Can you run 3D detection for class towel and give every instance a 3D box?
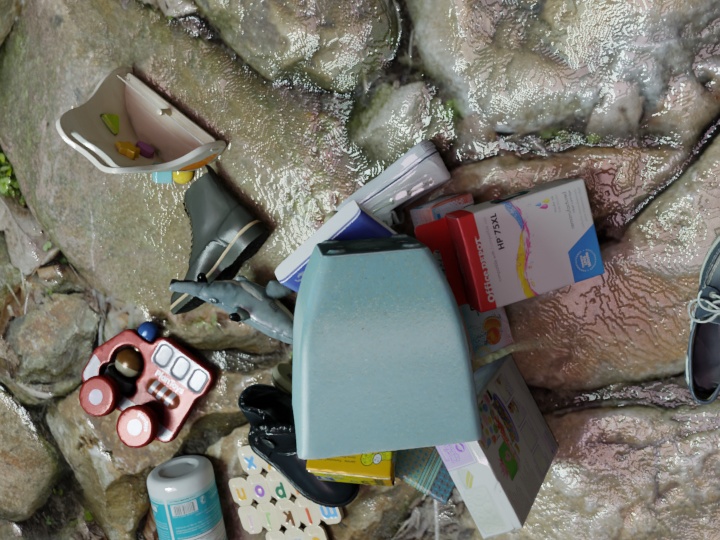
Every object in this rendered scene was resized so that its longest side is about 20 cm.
[{"bbox_3d":[0.063,0.207,1.111,0.198,0.022,0.148,27,76,14],"label":"towel"}]

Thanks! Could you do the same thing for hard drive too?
[{"bbox_3d":[0.000,0.000,1.020,0.132,0.199,0.026,-40,54,13],"label":"hard drive"}]

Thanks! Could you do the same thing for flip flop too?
[{"bbox_3d":[-0.042,0.183,1.178,0.198,0.081,0.058,31,102,20],"label":"flip flop"}]

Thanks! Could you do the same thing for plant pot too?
[{"bbox_3d":[0.015,0.068,0.891,0.192,0.196,0.204,-5,100,-6],"label":"plant pot"}]

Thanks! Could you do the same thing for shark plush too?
[{"bbox_3d":[-0.169,0.043,1.147,0.199,0.084,0.091,32,114,-25],"label":"shark plush"}]

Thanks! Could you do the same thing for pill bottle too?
[{"bbox_3d":[-0.282,0.420,1.338,0.109,0.111,0.204,-2,104,26],"label":"pill bottle"}]

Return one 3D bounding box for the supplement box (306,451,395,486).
[{"bbox_3d":[-0.001,0.172,1.060,0.107,0.109,0.204,4,72,6],"label":"supplement box"}]

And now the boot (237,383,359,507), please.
[{"bbox_3d":[-0.088,0.256,1.167,0.198,0.077,0.169,31,153,14],"label":"boot"}]

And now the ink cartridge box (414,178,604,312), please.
[{"bbox_3d":[0.175,-0.026,0.955,0.197,0.067,0.118,-18,99,-5],"label":"ink cartridge box"}]

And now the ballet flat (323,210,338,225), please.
[{"bbox_3d":[-0.038,-0.005,1.075,0.056,0.067,0.202,21,145,16],"label":"ballet flat"}]

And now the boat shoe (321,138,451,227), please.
[{"bbox_3d":[0.031,-0.085,1.055,0.199,0.073,0.067,-39,85,29],"label":"boat shoe"}]

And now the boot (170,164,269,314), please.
[{"bbox_3d":[-0.242,-0.043,1.209,0.200,0.077,0.139,-42,81,16],"label":"boot"}]

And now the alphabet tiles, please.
[{"bbox_3d":[-0.122,0.367,1.299,0.197,0.015,0.199,-16,95,29],"label":"alphabet tiles"}]

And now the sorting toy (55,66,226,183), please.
[{"bbox_3d":[-0.327,-0.185,1.139,0.199,0.180,0.108,38,117,11],"label":"sorting toy"}]

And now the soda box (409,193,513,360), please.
[{"bbox_3d":[0.128,0.006,1.025,0.068,0.063,0.203,8,117,70],"label":"soda box"}]

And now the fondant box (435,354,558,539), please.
[{"bbox_3d":[0.171,0.211,1.004,0.058,0.200,0.146,-27,92,29],"label":"fondant box"}]

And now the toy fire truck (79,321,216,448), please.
[{"bbox_3d":[-0.348,0.179,1.313,0.199,0.112,0.169,34,93,12],"label":"toy fire truck"}]

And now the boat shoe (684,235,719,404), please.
[{"bbox_3d":[0.411,0.055,0.920,0.074,0.062,0.203,18,112,22],"label":"boat shoe"}]
